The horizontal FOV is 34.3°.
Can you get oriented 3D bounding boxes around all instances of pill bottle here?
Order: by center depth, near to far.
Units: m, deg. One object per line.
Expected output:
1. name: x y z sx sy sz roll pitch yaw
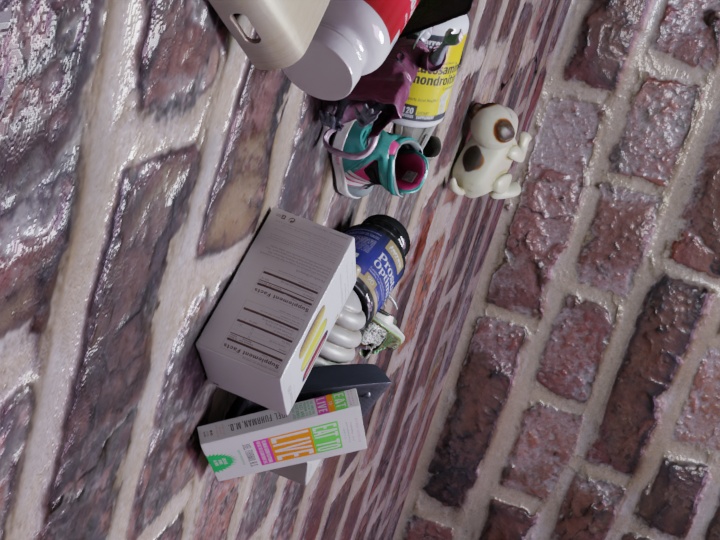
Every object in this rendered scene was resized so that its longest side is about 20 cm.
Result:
1. pill bottle: -0.005 -0.278 1.223 0.112 0.112 0.200 91 23 -58
2. pill bottle: 0.080 -0.301 1.557 0.112 0.112 0.200 -49 157 -58
3. pill bottle: 0.000 0.000 1.711 0.200 0.112 0.112 -53 160 -51

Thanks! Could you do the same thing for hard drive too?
1. hard drive: -0.073 0.170 1.519 0.135 0.200 0.042 -57 -135 51

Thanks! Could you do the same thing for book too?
1. book: -0.097 0.206 1.481 0.134 0.200 0.048 82 -7 -62

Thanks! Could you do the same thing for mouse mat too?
1. mouse mat: 0.071 -0.347 1.301 0.200 0.008 0.161 -1 -92 63

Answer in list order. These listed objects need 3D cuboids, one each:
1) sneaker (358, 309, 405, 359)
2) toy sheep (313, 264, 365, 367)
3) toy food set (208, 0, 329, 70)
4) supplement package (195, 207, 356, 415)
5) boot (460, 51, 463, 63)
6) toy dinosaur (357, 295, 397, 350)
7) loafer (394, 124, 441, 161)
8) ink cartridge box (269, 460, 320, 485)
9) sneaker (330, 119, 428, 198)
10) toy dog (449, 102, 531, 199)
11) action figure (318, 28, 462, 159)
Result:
1. sneaker: 0.023 0.124 2.159 0.089 0.077 0.200 -54 160 -9
2. toy sheep: -0.059 0.076 1.547 0.200 0.138 0.138 -52 171 11
3. toy food set: -0.070 -0.300 1.063 0.200 0.060 0.144 -67 156 -15
4. supplement package: -0.095 0.048 1.380 0.114 0.109 0.200 87 27 -61
5. boot: 0.118 -0.361 1.703 0.200 0.076 0.168 -55 159 -68
6. toy dinosaur: 0.001 0.028 1.807 0.200 0.105 0.182 19 83 -73
7. loafer: 0.096 -0.196 1.900 0.200 0.070 0.070 82 31 -66
8. ink cartridge box: -0.084 0.189 1.646 0.067 0.116 0.200 95 19 -50
9. sneaker: 0.033 -0.138 1.599 0.200 0.121 0.084 70 42 -72
10. toy dog: 0.263 -0.261 2.443 0.194 0.140 0.200 -15 138 -29
11. action figure: 0.046 -0.239 1.443 0.200 0.134 0.149 -54 159 -31
